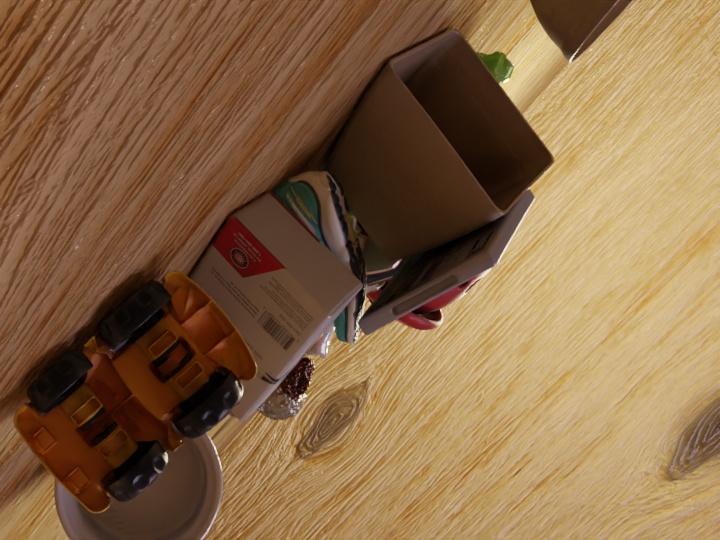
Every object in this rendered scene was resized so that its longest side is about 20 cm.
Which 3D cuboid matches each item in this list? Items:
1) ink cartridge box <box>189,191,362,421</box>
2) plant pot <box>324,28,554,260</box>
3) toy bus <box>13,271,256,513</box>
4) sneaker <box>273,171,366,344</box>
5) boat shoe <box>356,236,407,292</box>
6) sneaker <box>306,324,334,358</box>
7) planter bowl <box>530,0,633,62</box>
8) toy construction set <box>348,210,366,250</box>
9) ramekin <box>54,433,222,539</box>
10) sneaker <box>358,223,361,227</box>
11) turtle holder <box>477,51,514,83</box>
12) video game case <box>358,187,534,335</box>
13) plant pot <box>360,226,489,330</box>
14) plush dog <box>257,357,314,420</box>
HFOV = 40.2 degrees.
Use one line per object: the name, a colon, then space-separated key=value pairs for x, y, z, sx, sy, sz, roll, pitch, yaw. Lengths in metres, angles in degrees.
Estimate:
ink cartridge box: x=-0.114 y=0.042 z=1.060 sx=0.200 sy=0.144 sz=0.084 roll=-49 pitch=174 yaw=35
plant pot: x=0.076 y=-0.131 z=1.150 sx=0.176 sy=0.201 sz=0.199 roll=-37 pitch=-178 yaw=36
toy bus: x=-0.218 y=0.110 z=0.928 sx=0.200 sy=0.136 sz=0.191 roll=-42 pitch=-170 yaw=-18
sneaker: x=-0.040 y=-0.013 z=1.089 sx=0.078 sy=0.204 sz=0.078 roll=-10 pitch=-159 yaw=13
boat shoe: x=0.000 y=0.000 z=1.317 sx=0.198 sy=0.063 sz=0.072 roll=-6 pitch=-141 yaw=50
sneaker: x=-0.085 y=0.084 z=1.494 sx=0.200 sy=0.069 sz=0.082 roll=-169 pitch=-91 yaw=-75
planter bowl: x=0.266 y=-0.364 z=1.144 sx=0.200 sy=0.135 sz=0.200 roll=-46 pitch=175 yaw=-5
toy construction set: x=-0.041 y=-0.035 z=1.195 sx=0.091 sy=0.133 sz=0.200 roll=-13 pitch=-159 yaw=27
ramekin: x=-0.270 y=0.259 z=1.213 sx=0.201 sy=0.201 sz=0.098 roll=-45 pitch=-177 yaw=-10
sneaker: x=-0.004 y=-0.071 z=1.585 sx=0.140 sy=0.078 sz=0.200 roll=-48 pitch=-173 yaw=2
turtle holder: x=0.160 y=-0.215 z=1.395 sx=0.188 sy=0.130 sz=0.141 roll=-67 pitch=163 yaw=8
video game case: x=0.101 y=-0.013 z=1.114 sx=0.180 sy=0.022 sz=0.200 roll=-30 pitch=-170 yaw=31
plant pot: x=0.084 y=-0.034 z=1.418 sx=0.183 sy=0.200 sz=0.200 roll=-50 pitch=174 yaw=16
plush dog: x=-0.148 y=0.145 z=1.446 sx=0.160 sy=0.172 sz=0.200 roll=-43 pitch=175 yaw=-27
